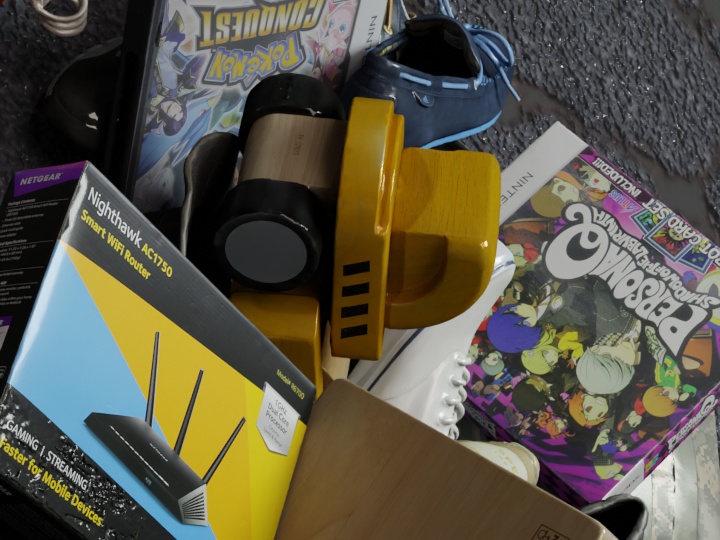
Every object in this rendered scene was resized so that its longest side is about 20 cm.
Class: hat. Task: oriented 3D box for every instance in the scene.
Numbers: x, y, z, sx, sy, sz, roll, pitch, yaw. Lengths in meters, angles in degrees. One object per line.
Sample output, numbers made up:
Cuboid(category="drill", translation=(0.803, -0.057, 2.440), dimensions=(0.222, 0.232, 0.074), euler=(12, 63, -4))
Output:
Cuboid(category="hat", translation=(-0.117, 0.018, 1.210), dimensions=(0.080, 0.201, 0.202), euler=(7, 57, 7))

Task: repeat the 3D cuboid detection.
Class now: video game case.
Cuboid(category="video game case", translation=(0.130, 0.028, 1.348), dimensions=(0.181, 0.036, 0.200), euler=(-41, 66, -17))
Cuboid(category="video game case", translation=(-0.066, -0.099, 1.290), dimensions=(0.025, 0.182, 0.199), euler=(31, 31, 32))

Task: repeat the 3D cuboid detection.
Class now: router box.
Cuboid(category="router box", translation=(-0.106, 0.068, 1.009), dimensions=(0.200, 0.051, 0.150), euler=(47, 48, -44))

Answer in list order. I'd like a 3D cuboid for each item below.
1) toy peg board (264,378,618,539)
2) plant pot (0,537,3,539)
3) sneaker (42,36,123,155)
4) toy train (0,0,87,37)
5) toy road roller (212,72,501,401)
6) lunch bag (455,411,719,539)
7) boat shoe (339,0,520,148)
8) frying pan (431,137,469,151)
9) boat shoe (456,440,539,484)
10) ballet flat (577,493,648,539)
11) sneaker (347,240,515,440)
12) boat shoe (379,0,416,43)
Cuboid(category="toy peg board", translation=(0.016, 0.185, 1.043), dimensions=(0.201, 0.199, 0.098), euler=(-55, 132, -9))
Cuboid(category="plant pot", translation=(-0.200, 0.057, 1.071), dimensions=(0.198, 0.200, 0.202), euler=(3, 69, -49))
Cuboid(category="sneaker", translation=(-0.101, -0.147, 1.290), dimensions=(0.075, 0.116, 0.200), euler=(38, 37, 13))
Cuboid(category="toy train", translation=(-0.245, -0.127, 1.204), dimensions=(0.151, 0.055, 0.200), euler=(54, 48, -12))
Cuboid(category="toy road roller", translation=(0.000, 0.000, 1.206), dimensions=(0.145, 0.201, 0.123), euler=(6, 42, 4))
Cuboid(category="lunch bag", translation=(0.124, 0.113, 1.394), dimensions=(0.199, 0.117, 0.165), euler=(16, 59, -30))
Cuboid(category="boat shoe", translation=(0.052, -0.120, 1.345), dimensions=(0.084, 0.069, 0.200), euler=(25, 27, 11))
Cuboid(category="frying pan", translation=(0.005, -0.004, 1.334), dimensions=(0.115, 0.031, 0.191), euler=(32, 74, 10))
Cuboid(category="boat shoe", translation=(0.006, 0.128, 1.215), dimensions=(0.063, 0.200, 0.074), euler=(-14, 85, -49))
Cuboid(category="ballet flat", translation=(0.085, 0.158, 1.196), dimensions=(0.066, 0.057, 0.199), euler=(42, 32, 24))
Cuboid(category="sneaker", translation=(0.032, 0.073, 1.287), dimensions=(0.071, 0.200, 0.073), euler=(40, 4, 14))
Cuboid(category="boat shoe", translation=(0.003, -0.171, 1.447), dimensions=(0.091, 0.071, 0.202), euler=(25, 63, -35))
